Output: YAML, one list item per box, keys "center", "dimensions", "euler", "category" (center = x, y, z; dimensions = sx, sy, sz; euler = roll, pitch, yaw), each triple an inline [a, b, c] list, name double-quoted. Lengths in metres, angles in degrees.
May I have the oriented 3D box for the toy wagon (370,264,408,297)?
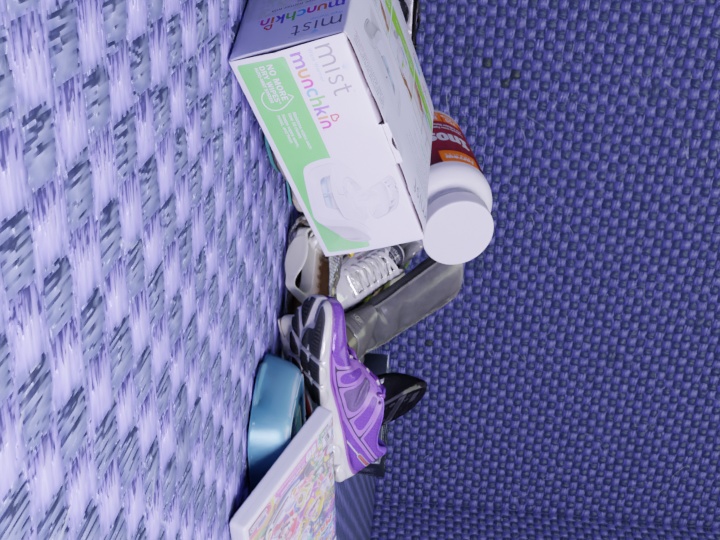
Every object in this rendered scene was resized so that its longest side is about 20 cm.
- center: [0.006, 0.014, 1.379]
  dimensions: [0.156, 0.039, 0.201]
  euler: [-57, -152, 19]
  category: "toy wagon"

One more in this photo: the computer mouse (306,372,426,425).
- center: [-0.003, 0.143, 1.065]
  dimensions: [0.046, 0.198, 0.141]
  euler: [52, -32, 24]
  category: "computer mouse"

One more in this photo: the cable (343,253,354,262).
- center: [-0.036, -0.012, 1.025]
  dimensions: [0.097, 0.050, 0.202]
  euler: [41, 61, -41]
  category: "cable"

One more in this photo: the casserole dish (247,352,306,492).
- center: [-0.076, 0.172, 0.905]
  dimensions: [0.122, 0.038, 0.202]
  euler: [-80, 174, -50]
  category: "casserole dish"

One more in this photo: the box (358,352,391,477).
- center: [-0.013, 0.207, 1.349]
  dimensions: [0.200, 0.105, 0.151]
  euler: [78, 17, -73]
  category: "box"

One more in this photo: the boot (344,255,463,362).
- center: [0.026, 0.069, 1.144]
  dimensions: [0.199, 0.073, 0.182]
  euler: [-38, 167, -37]
  category: "boot"

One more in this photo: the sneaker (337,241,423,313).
- center: [0.000, 0.000, 1.116]
  dimensions: [0.200, 0.080, 0.077]
  euler: [-42, 118, -48]
  category: "sneaker"

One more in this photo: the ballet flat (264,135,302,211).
- center: [-0.047, -0.109, 0.889]
  dimensions: [0.200, 0.061, 0.069]
  euler: [75, 19, -76]
  category: "ballet flat"

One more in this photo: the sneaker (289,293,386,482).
- center: [-0.016, 0.109, 0.930]
  dimensions: [0.081, 0.082, 0.203]
  euler: [40, -35, 54]
  category: "sneaker"

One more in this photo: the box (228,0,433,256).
- center: [-0.010, -0.147, 0.762]
  dimensions: [0.201, 0.095, 0.178]
  euler: [65, 24, -43]
  category: "box"

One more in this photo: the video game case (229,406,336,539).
- center: [-0.066, 0.241, 0.872]
  dimensions: [0.143, 0.018, 0.202]
  euler: [-50, 151, -41]
  category: "video game case"

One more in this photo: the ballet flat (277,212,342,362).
- center: [-0.057, 0.035, 0.968]
  dimensions: [0.072, 0.071, 0.204]
  euler: [60, 34, -83]
  category: "ballet flat"

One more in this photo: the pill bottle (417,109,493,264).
- center: [0.094, -0.101, 1.135]
  dimensions: [0.201, 0.111, 0.114]
  euler: [-107, -166, -52]
  category: "pill bottle"

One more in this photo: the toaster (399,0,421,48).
- center: [0.023, -0.330, 1.276]
  dimensions: [0.201, 0.117, 0.183]
  euler: [-79, 172, -62]
  category: "toaster"

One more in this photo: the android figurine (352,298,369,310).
- center: [-0.011, 0.009, 1.298]
  dimensions: [0.183, 0.041, 0.201]
  euler: [-57, -164, 34]
  category: "android figurine"
